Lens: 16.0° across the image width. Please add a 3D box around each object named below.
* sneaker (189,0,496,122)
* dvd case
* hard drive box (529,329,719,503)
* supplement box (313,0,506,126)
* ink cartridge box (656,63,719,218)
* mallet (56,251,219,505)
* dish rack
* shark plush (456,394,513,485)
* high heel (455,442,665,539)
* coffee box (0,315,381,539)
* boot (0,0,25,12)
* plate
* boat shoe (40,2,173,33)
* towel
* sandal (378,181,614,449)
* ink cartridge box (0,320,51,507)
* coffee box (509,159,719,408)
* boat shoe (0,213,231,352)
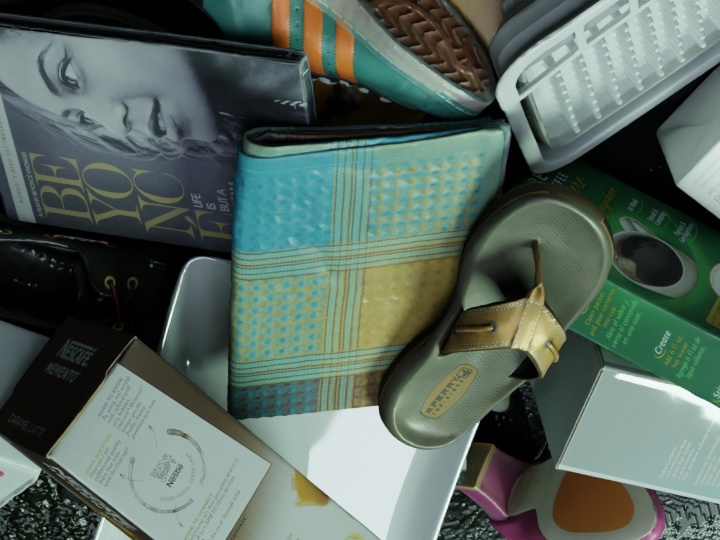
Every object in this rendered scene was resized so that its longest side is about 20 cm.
[{"bbox_3d":[-0.023,-0.133,1.360,0.199,0.072,0.080,34,127,-8],"label":"sneaker"},{"bbox_3d":[-0.115,-0.070,1.386,0.198,0.016,0.149,9,138,17],"label":"dvd case"},{"bbox_3d":[0.204,0.061,1.514,0.199,0.156,0.077,14,120,-15],"label":"hard drive box"},{"bbox_3d":[0.029,-0.126,1.419,0.200,0.069,0.067,-39,99,15],"label":"supplement box"},{"bbox_3d":[0.286,-0.053,1.505,0.199,0.068,0.117,34,112,-25],"label":"ink cartridge box"},{"bbox_3d":[-0.115,0.065,1.545,0.066,0.041,0.201,23,112,-21],"label":"mallet"},{"bbox_3d":[0.144,-0.135,1.387,0.171,0.044,0.200,-35,162,1],"label":"dish rack"},{"bbox_3d":[0.022,0.049,1.536,0.083,0.091,0.201,3,134,28],"label":"shark plush"},{"bbox_3d":[0.137,0.151,1.548,0.096,0.199,0.068,34,72,-30],"label":"high heel"},{"bbox_3d":[-0.091,0.119,1.390,0.200,0.114,0.080,41,77,-23],"label":"coffee box"},{"bbox_3d":[-0.184,-0.225,1.329,0.165,0.073,0.201,-24,125,5],"label":"boot"},{"bbox_3d":[-0.038,0.100,1.482,0.198,0.032,0.201,15,106,-16],"label":"plate"},{"bbox_3d":[-0.102,-0.075,1.439,0.200,0.065,0.072,38,112,-26],"label":"boat shoe"},{"bbox_3d":[0.000,0.000,1.391,0.145,0.022,0.201,-4,133,-11],"label":"towel"},{"bbox_3d":[0.072,0.036,1.386,0.081,0.055,0.200,23,125,-22],"label":"sandal"},{"bbox_3d":[-0.285,0.066,1.454,0.199,0.083,0.146,20,154,-20],"label":"ink cartridge box"},{"bbox_3d":[0.168,0.008,1.453,0.199,0.123,0.044,27,121,6],"label":"coffee box"},{"bbox_3d":[-0.154,0.015,1.472,0.200,0.063,0.074,12,111,-5],"label":"boat shoe"}]
